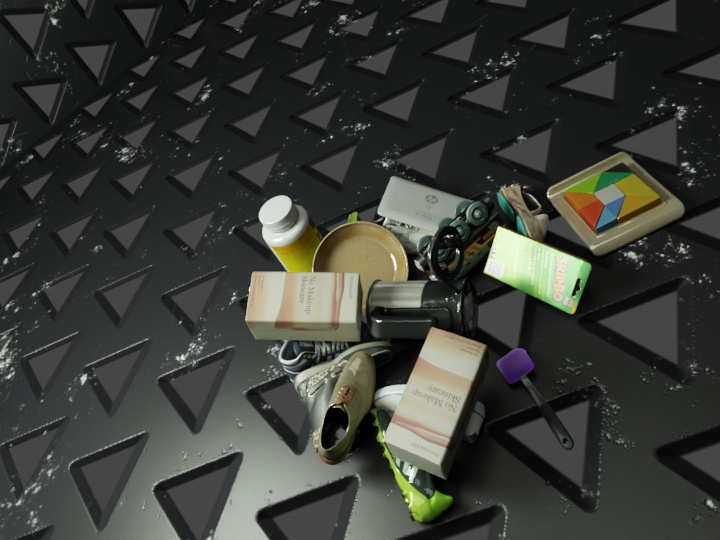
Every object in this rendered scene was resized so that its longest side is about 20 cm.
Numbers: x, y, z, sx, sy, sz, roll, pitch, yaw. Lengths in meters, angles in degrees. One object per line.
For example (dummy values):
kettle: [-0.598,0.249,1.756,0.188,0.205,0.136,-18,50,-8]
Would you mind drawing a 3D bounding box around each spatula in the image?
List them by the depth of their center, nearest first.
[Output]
spatula: [0.289,0.207,0.998,0.056,0.021,0.201,-38,47,11]

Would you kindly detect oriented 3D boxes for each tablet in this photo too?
tablet: [0.145,-0.133,1.292,0.198,0.014,0.131,19,49,5]

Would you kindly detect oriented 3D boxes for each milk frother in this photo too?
milk frother: [0.103,0.029,1.110,0.186,0.180,0.203,-2,85,25]

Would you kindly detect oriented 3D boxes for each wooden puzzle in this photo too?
wooden puzzle: [0.484,-0.137,1.176,0.183,0.037,0.201,-26,46,5]

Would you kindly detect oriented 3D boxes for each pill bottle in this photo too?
pill bottle: [-0.140,-0.065,1.325,0.108,0.201,0.110,-14,48,16]

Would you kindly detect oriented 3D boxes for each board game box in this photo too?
board game box: [0.323,-0.003,1.118,0.199,0.030,0.097,31,112,43]

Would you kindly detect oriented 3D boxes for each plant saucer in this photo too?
plant saucer: [0.000,0.000,1.263,0.197,0.035,0.203,0,77,1]

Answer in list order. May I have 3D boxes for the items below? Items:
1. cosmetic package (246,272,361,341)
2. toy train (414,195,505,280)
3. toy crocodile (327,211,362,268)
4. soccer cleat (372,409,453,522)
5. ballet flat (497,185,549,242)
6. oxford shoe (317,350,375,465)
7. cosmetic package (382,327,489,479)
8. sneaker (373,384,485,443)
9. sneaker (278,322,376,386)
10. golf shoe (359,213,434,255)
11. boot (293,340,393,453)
cosmetic package: [-0.098,0.066,1.113,0.197,0.088,0.105,-1,61,5]
toy train: [0.200,-0.053,1.200,0.200,0.114,0.085,-42,17,-7]
toy crocodile: [-0.027,-0.038,1.338,0.061,0.068,0.202,3,57,24]
soccer cleat: [0.083,0.310,0.998,0.080,0.068,0.201,-23,51,-7]
ballet flat: [0.333,-0.104,1.209,0.066,0.068,0.201,-17,48,3]
oxford shoe: [-0.019,0.223,1.030,0.070,0.075,0.202,13,63,10]
cosmetic package: [0.123,0.205,0.958,0.102,0.088,0.202,15,65,22]
sneaker: [0.107,0.243,1.027,0.198,0.073,0.071,1,50,28]
sneaker: [-0.064,0.144,1.174,0.199,0.109,0.070,-30,46,1]
golf shoe: [0.088,-0.084,1.296,0.198,0.098,0.079,-13,46,15]
boot: [-0.015,0.228,1.111,0.202,0.074,0.155,-24,52,4]
